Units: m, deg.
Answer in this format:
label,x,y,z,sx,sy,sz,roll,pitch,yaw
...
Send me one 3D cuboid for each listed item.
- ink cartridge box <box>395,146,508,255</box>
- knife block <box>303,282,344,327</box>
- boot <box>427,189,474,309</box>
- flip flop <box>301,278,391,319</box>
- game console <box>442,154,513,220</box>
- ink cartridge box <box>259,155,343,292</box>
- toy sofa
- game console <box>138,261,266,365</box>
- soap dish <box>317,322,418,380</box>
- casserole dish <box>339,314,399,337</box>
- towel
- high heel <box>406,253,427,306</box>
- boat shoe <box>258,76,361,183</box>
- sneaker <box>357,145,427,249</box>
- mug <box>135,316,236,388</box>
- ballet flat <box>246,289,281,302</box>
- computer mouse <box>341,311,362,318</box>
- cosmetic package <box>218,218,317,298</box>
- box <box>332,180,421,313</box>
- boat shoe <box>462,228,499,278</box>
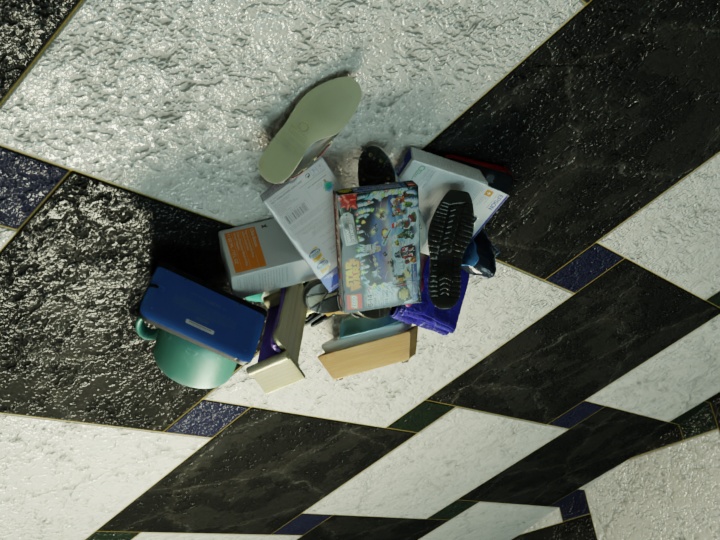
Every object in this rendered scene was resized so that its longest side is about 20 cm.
label,x,y,z,sx,sy,sz,roll,pitch,yaw
ink cartridge box,0.127,-0.112,1.659,0.197,0.041,0.200,17,134,-22
knife block,-0.059,0.031,1.787,0.173,0.065,0.201,-1,143,-32
boot,0.149,-0.046,1.657,0.076,0.138,0.203,11,100,-1
flip flop,-0.022,0.041,1.664,0.197,0.057,0.082,1,108,-33
game console,0.167,-0.127,1.718,0.175,0.031,0.200,5,139,-37
ink cartridge box,-0.061,-0.076,1.531,0.119,0.042,0.201,-36,113,-2
toy sofa,-0.141,0.103,1.618,0.082,0.201,0.098,-23,122,20
game console,-0.268,0.080,1.565,0.198,0.172,0.119,25,134,-12
soap dish,0.023,0.162,1.949,0.197,0.083,0.157,-16,179,9
casserole dish,0.040,0.095,1.911,0.198,0.039,0.120,-16,179,-45
towel,0.146,0.046,1.882,0.199,0.049,0.150,22,88,-50
high heel,0.076,0.010,1.729,0.066,0.097,0.200,17,-179,-18
boat shoe,-0.073,-0.213,1.412,0.201,0.074,0.063,-45,179,17
sneaker,0.052,-0.120,1.571,0.071,0.073,0.202,-19,113,19
mug,-0.299,0.118,1.688,0.182,0.153,0.116,6,124,-30
ballet flat,-0.131,0.021,1.722,0.199,0.071,0.067,-32,153,19
computer mouse,0.000,0.000,1.706,0.108,0.044,0.201,18,127,-21
cosmetic package,-0.135,-0.031,1.610,0.197,0.102,0.072,-15,148,-13
box,0.029,-0.038,1.527,0.135,0.040,0.203,-8,111,-11
boat shoe,0.218,-0.023,1.766,0.068,0.200,0.085,35,111,-6
